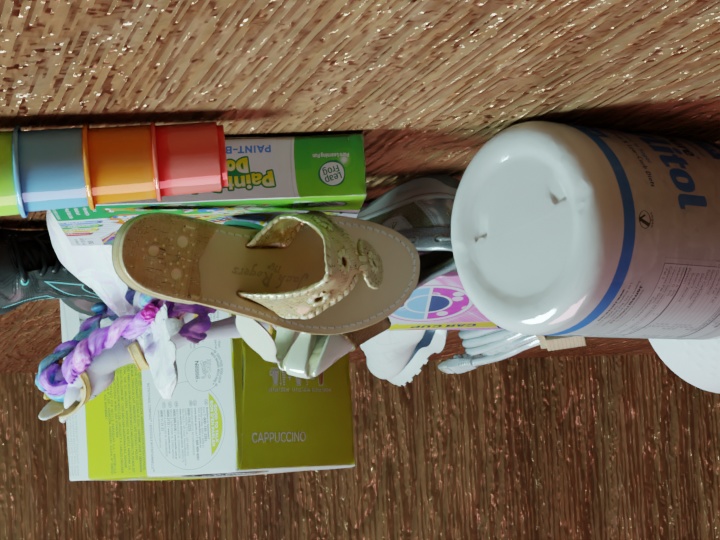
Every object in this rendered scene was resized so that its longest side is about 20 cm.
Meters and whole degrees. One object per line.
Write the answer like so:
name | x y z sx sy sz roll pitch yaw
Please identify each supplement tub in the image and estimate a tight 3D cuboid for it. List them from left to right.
supplement tub | 0.167 -0.022 1.352 0.200 0.132 0.132 2 173 -43

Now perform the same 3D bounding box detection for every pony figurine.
pony figurine | -0.154 0.031 1.628 0.200 0.167 0.193 -27 156 -26

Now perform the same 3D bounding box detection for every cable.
cable | 0.176 0.017 1.841 0.200 0.069 0.200 -19 178 -40

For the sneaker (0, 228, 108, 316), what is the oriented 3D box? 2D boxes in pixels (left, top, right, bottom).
sneaker | -0.245 -0.011 1.685 0.200 0.075 0.079 1 154 -46

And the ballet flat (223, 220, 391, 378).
ballet flat | -0.044 0.030 1.446 0.068 0.072 0.200 7 165 28

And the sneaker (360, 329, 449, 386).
sneaker | 0.026 0.042 1.825 0.080 0.076 0.200 15 159 -6

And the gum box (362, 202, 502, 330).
gum box | 0.052 -0.003 1.674 0.200 0.066 0.114 -2 157 -4

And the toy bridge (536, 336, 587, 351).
toy bridge | 0.124 0.001 1.589 0.067 0.027 0.200 -8 144 8

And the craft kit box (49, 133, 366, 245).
craft kit box | -0.099 -0.051 1.402 0.197 0.049 0.200 -5 174 -3

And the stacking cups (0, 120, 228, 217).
stacking cups | -0.176 -0.054 1.237 0.200 0.061 0.061 -2 174 -5

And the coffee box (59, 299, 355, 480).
coffee box | -0.140 0.093 2.002 0.198 0.200 0.200 -6 174 31

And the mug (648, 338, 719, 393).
mug | 0.289 -0.011 1.570 0.200 0.148 0.175 31 154 -17

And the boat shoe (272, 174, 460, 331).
boat shoe | 0.002 0.000 1.545 0.202 0.065 0.074 -27 131 33

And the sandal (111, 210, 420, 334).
sandal | -0.044 -0.001 1.336 0.212 0.078 0.070 6 177 -25
